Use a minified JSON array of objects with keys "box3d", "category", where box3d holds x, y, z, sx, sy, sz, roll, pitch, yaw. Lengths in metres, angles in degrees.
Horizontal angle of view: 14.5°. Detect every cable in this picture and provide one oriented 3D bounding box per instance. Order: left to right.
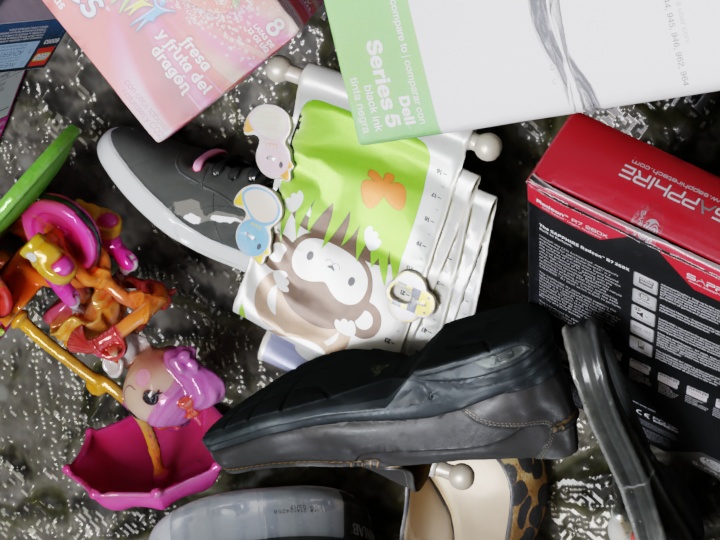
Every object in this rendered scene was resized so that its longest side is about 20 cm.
[{"box3d":[0.123,0.107,1.343,0.050,0.098,0.200,-14,142,19],"category":"cable"}]

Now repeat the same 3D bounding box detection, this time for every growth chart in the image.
[{"box3d":[0.000,0.000,1.397,0.144,0.018,0.201,13,110,18],"category":"growth chart"}]

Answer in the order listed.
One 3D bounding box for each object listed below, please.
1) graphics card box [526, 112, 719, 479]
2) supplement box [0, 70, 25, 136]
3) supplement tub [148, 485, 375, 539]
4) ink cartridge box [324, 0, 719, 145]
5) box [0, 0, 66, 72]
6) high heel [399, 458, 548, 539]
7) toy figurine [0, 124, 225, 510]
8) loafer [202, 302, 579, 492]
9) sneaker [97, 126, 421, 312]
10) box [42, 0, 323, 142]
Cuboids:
[{"box3d":[0.141,0.017,1.320,0.125,0.051,0.200,26,154,18],"category":"graphics card box"},{"box3d":[-0.265,-0.071,1.535,0.101,0.103,0.201,32,118,14],"category":"supplement box"},{"box3d":[-0.042,0.222,1.465,0.122,0.122,0.201,-21,65,32],"category":"supplement tub"},{"box3d":[0.106,-0.124,1.292,0.199,0.145,0.084,-7,103,30],"category":"ink cartridge box"},{"box3d":[-0.257,-0.178,1.446,0.200,0.136,0.038,48,123,20],"category":"box"},{"box3d":[0.040,0.138,1.424,0.071,0.142,0.201,0,108,28],"category":"high heel"},{"box3d":[-0.136,0.041,1.491,0.184,0.150,0.200,42,138,-5],"category":"toy figurine"},{"box3d":[0.013,0.077,1.366,0.199,0.073,0.073,-14,109,34],"category":"loafer"},{"box3d":[-0.036,-0.046,1.446,0.199,0.071,0.100,31,116,10],"category":"sneaker"},{"box3d":[-0.116,-0.176,1.378,0.095,0.103,0.200,-36,97,17],"category":"box"}]
